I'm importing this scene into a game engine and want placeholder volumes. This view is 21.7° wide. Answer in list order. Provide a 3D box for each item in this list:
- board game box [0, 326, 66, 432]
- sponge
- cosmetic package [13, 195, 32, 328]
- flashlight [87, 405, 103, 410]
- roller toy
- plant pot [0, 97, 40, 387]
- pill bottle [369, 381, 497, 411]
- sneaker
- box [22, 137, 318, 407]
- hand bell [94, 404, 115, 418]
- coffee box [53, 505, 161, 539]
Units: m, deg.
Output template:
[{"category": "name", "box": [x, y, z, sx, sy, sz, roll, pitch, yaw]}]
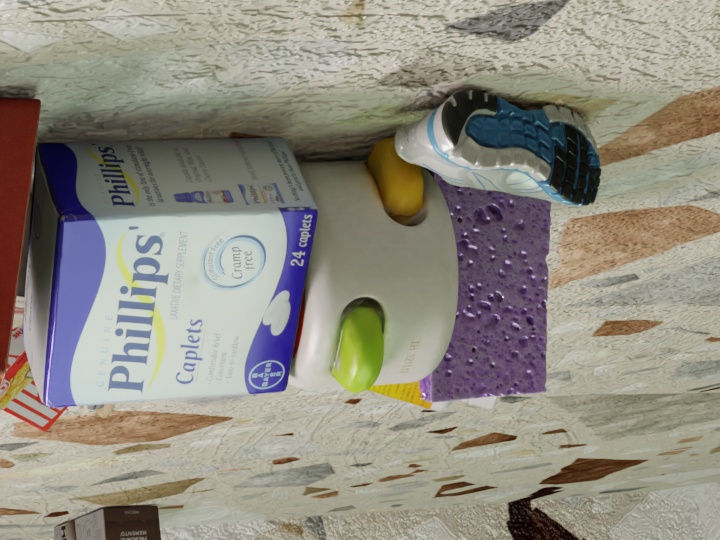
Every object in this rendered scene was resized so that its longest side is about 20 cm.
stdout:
[{"category": "board game box", "box": [-0.282, 0.064, 1.727, 0.152, 0.046, 0.200, -49, 166, -5]}, {"category": "sponge", "box": [0.107, 0.010, 1.605, 0.111, 0.201, 0.030, -2, -173, -20]}, {"category": "cosmetic package", "box": [-0.332, 0.007, 1.561, 0.103, 0.088, 0.200, 8, 158, -43]}, {"category": "flashlight", "box": [-0.220, 0.036, 1.627, 0.068, 0.068, 0.200, 20, 136, -2]}, {"category": "roller toy", "box": [0.000, 0.000, 1.533, 0.139, 0.201, 0.182, -3, 175, -19]}, {"category": "plant pot", "box": [-0.334, -0.012, 1.320, 0.175, 0.201, 0.200, 10, 161, -15]}, {"category": "pill bottle", "box": [0.034, 0.058, 1.679, 0.199, 0.110, 0.109, 17, 165, 2]}, {"category": "sneaker", "box": [0.108, -0.094, 1.480, 0.199, 0.075, 0.086, 16, 161, -41]}, {"category": "box", "box": [-0.150, 0.002, 1.442, 0.199, 0.105, 0.185, -3, 127, -19]}, {"category": "hand bell", "box": [-0.346, 0.083, 1.907, 0.199, 0.105, 0.104, 11, 160, -19]}, {"category": "coffee box", "box": [-0.448, 0.474, 3.325, 0.113, 0.080, 0.200, 3, 162, -34]}]
